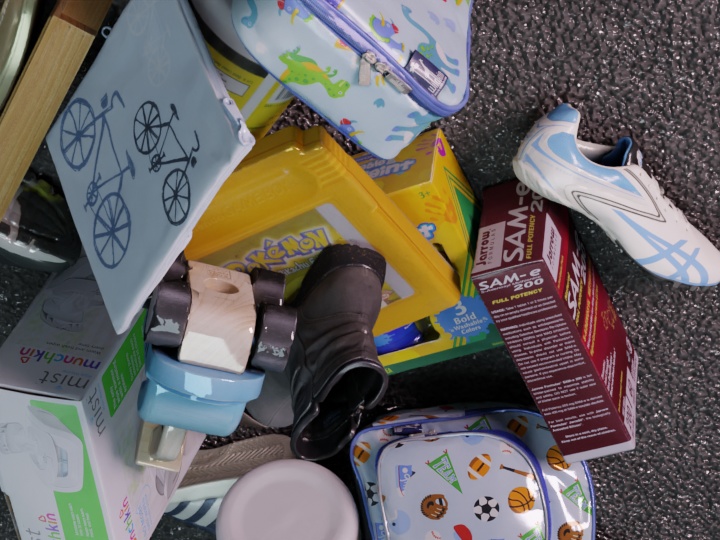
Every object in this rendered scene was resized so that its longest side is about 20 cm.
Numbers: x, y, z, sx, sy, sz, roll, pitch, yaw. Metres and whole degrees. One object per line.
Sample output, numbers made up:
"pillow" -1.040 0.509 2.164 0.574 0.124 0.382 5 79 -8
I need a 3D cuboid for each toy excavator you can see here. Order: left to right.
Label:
"toy excavator" -0.126 0.082 1.470 0.100 0.195 0.200 14 108 -12

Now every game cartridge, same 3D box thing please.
"game cartridge" -0.051 -0.011 1.470 0.176 0.032 0.200 -23 135 25

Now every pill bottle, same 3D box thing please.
"pill bottle" -0.115 -0.128 1.450 0.112 0.113 0.200 30 127 -15
"pill bottle" -0.052 0.251 1.685 0.115 0.116 0.200 2 146 7

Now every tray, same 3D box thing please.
"tray" -0.232 -0.131 1.475 0.037 0.099 0.200 27 128 -11

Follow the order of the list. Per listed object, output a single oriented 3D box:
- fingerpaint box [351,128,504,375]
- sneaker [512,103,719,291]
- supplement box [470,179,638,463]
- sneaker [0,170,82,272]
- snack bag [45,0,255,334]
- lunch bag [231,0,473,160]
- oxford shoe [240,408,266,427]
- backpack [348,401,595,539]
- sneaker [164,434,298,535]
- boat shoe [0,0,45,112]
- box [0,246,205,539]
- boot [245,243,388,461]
"fingerpaint box" 0.000 0.000 1.562 0.200 0.073 0.167 -15 125 20
"sneaker" 0.202 -0.050 1.495 0.200 0.072 0.073 33 107 -24
"supplement box" 0.151 0.038 1.546 0.061 0.109 0.200 -15 126 21
"sneaker" -0.312 -0.043 1.588 0.200 0.075 0.085 24 135 1
"snack bag" -0.145 -0.089 1.374 0.021 0.189 0.200 5 136 -36
"lunch bag" -0.002 -0.181 1.332 0.161 0.200 0.082 39 124 -21
"oxford shoe" -0.107 0.051 1.604 0.073 0.071 0.200 25 152 31
"backpack" 0.094 0.189 1.638 0.190 0.154 0.200 -11 94 -4
"sneaker" -0.141 0.197 1.746 0.200 0.075 0.085 -4 126 13
"boat shoe" -0.285 -0.149 1.490 0.065 0.072 0.200 25 134 -13
"box" -0.211 0.112 1.614 0.096 0.177 0.200 8 130 17
"boot" -0.040 0.085 1.458 0.070 0.132 0.200 14 137 -14
